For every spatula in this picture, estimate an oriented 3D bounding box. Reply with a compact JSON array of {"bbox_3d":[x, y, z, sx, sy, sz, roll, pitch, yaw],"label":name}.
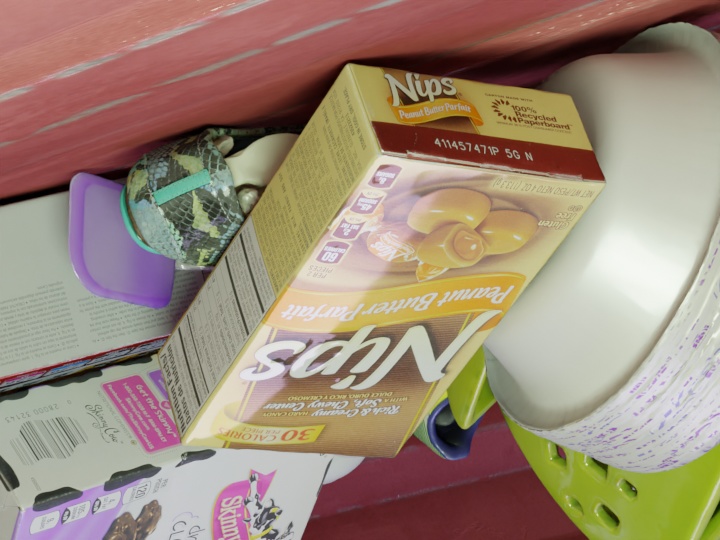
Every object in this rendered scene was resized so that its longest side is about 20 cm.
[{"bbox_3d":[-0.050,-0.003,1.234,0.199,0.057,0.021,9,163,-28],"label":"spatula"}]

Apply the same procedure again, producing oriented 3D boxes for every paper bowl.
[{"bbox_3d":[0.119,-0.018,1.188,0.104,0.202,0.200,23,161,-22],"label":"paper bowl"}]

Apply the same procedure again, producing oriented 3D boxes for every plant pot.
[{"bbox_3d":[0.167,0.020,1.415,0.199,0.181,0.200,-42,158,-39],"label":"plant pot"}]

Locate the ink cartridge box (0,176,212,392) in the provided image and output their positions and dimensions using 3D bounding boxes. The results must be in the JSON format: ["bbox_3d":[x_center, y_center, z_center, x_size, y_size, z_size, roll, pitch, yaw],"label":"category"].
[{"bbox_3d":[-0.143,0.008,1.307,0.199,0.084,0.175,-14,178,-22],"label":"ink cartridge box"}]

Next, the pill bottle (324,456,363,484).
[{"bbox_3d":[-0.058,0.088,1.618,0.109,0.110,0.200,-12,171,-44],"label":"pill bottle"}]

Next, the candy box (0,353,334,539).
[{"bbox_3d":[-0.120,0.126,1.355,0.199,0.072,0.168,-15,143,-34],"label":"candy box"}]

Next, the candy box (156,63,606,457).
[{"bbox_3d":[0.005,0.001,1.134,0.115,0.055,0.200,6,137,-30],"label":"candy box"}]

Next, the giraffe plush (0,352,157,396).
[{"bbox_3d":[-0.179,0.057,1.447,0.162,0.173,0.200,-26,-163,-14],"label":"giraffe plush"}]

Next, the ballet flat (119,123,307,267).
[{"bbox_3d":[-0.025,-0.039,1.201,0.074,0.075,0.200,-17,179,34],"label":"ballet flat"}]

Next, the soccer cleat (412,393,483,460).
[{"bbox_3d":[0.085,0.029,1.571,0.064,0.084,0.201,3,130,-35],"label":"soccer cleat"}]
